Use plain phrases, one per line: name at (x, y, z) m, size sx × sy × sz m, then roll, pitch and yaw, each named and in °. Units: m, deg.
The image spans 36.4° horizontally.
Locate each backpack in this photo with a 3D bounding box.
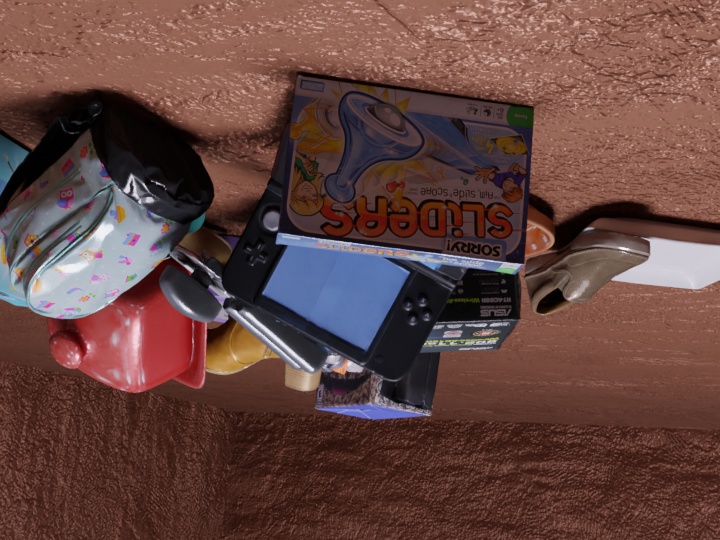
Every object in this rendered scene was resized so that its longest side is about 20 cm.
backpack at (-0.254, -0.049, 1.042) m, size 0.200 × 0.127 × 0.167 m, roll -36°, pitch 146°, yaw 16°

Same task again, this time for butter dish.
butter dish at (-0.279, 0.053, 1.205) m, size 0.199 × 0.148 × 0.200 m, roll 25°, pitch 132°, yaw 21°

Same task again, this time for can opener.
can opener at (-0.117, 0.044, 1.075) m, size 0.200 × 0.067 × 0.053 m, roll 39°, pitch 164°, yaw -31°

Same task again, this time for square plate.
square plate at (0.324, -0.020, 1.231) m, size 0.199 × 0.029 × 0.198 m, roll 8°, pitch 168°, yaw -4°

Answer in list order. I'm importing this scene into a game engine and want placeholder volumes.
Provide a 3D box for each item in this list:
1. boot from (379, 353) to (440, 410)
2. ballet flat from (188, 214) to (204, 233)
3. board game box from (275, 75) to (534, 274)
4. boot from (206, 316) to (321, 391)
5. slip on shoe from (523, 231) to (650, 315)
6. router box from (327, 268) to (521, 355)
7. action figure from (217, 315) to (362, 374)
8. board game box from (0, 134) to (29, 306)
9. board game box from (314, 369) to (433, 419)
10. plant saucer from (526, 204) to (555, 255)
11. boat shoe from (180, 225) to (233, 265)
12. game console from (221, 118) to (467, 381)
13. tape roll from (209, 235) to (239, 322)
boot at (0.095, 0.077, 1.379) m, size 0.065 × 0.201 × 0.164 m, roll -4°, pitch 163°, yaw 39°
ballet flat at (-0.247, -0.094, 1.166) m, size 0.063 × 0.069 × 0.200 m, roll 32°, pitch -177°, yaw 40°
board game box at (0.037, -0.077, 0.891) m, size 0.199 × 0.136 × 0.034 m, roll 6°, pitch 166°, yaw -5°
boot at (-0.127, 0.051, 1.257) m, size 0.200 × 0.145 × 0.071 m, roll 13°, pitch -148°, yaw 15°
slip on shoe at (0.241, 0.005, 1.184) m, size 0.076 × 0.061 × 0.200 m, roll 14°, pitch 165°, yaw -24°
router box at (0.054, 0.042, 1.116) m, size 0.199 × 0.063 × 0.150 m, roll -1°, pitch 165°, yaw -2°
action figure at (-0.072, 0.072, 1.383) m, size 0.193 × 0.105 × 0.200 m, roll 27°, pitch 180°, yaw -2°
board game box at (-0.384, -0.056, 1.155) m, size 0.047 × 0.152 × 0.200 m, roll 7°, pitch 168°, yaw 18°
board game box at (0.026, 0.093, 1.483) m, size 0.096 × 0.201 × 0.159 m, roll 14°, pitch 164°, yaw -26°
plant saucer at (0.112, -0.053, 1.192) m, size 0.199 × 0.033 × 0.200 m, roll 6°, pitch 168°, yaw 1°
boat shoe at (-0.232, -0.042, 1.342) m, size 0.199 × 0.072 × 0.076 m, roll 16°, pitch 151°, yaw -36°
game console at (-0.011, -0.012, 0.972) m, size 0.199 × 0.173 × 0.119 m, roll 29°, pitch -178°, yaw 1°
tape roll at (-0.170, 0.017, 1.519) m, size 0.199 × 0.086 × 0.200 m, roll 6°, pitch 167°, yaw 1°
